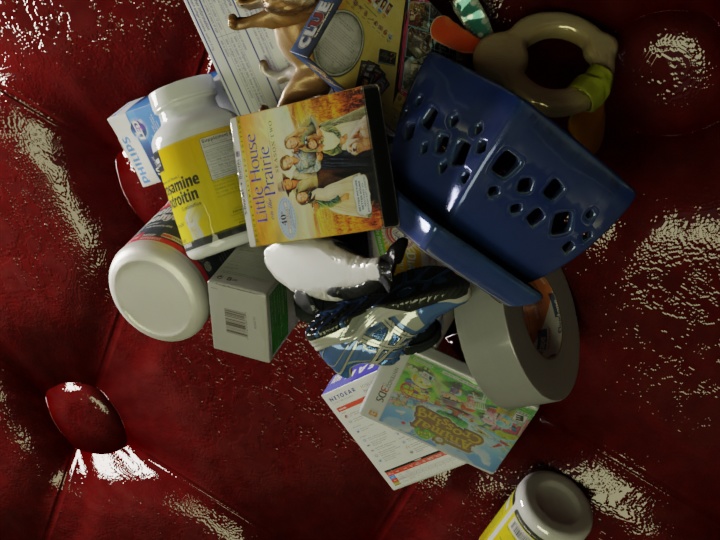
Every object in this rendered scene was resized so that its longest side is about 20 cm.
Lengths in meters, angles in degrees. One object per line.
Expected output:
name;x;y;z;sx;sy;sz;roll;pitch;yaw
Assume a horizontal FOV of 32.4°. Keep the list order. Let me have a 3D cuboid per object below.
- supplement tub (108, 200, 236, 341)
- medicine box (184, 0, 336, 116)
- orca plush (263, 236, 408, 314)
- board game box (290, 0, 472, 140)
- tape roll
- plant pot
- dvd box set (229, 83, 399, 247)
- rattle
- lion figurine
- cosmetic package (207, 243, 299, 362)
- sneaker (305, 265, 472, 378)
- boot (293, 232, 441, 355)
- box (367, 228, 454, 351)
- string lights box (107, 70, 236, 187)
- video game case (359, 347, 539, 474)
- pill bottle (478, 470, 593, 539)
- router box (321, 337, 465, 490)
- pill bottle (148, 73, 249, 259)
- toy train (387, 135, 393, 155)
supplement tub;-0.219;-0.017;1.591;0.138;0.200;0.142;12;125;17
medicine box;-0.072;-0.277;1.413;0.198;0.103;0.184;-10;116;30
orca plush;-0.016;-0.013;1.362;0.199;0.071;0.107;-15;85;44
board game box;0.029;-0.236;1.322;0.034;0.137;0.199;27;174;45
tape roll;0.185;0.058;1.450;0.065;0.201;0.202;-14;115;31
plant pot;0.133;-0.087;1.309;0.199;0.200;0.181;32;97;-34
dvd box set;-0.052;-0.107;1.311;0.198;0.029;0.149;-5;94;41
rattle;0.176;-0.214;1.355;0.197;0.143;0.132;10;81;10
lion figurine;-0.068;-0.247;1.332;0.121;0.073;0.201;-5;133;19
cosmetic package;-0.110;0.008;1.556;0.084;0.201;0.109;13;129;19
sneaker;0.039;0.057;1.393;0.198;0.076;0.078;-22;112;20
boot;0.000;0.000;1.446;0.198;0.077;0.170;16;131;24
box;0.051;-0.016;1.527;0.111;0.102;0.202;5;123;23
string lights box;-0.213;-0.184;1.569;0.198;0.059;0.104;-13;115;31
video game case;0.109;0.173;1.576;0.198;0.022;0.183;24;142;2
pill bottle;0.226;0.375;1.695;0.112;0.113;0.201;31;129;3
router box;0.075;0.193;1.687;0.199;0.049;0.180;-26;107;35
pill bottle;-0.182;-0.123;1.468;0.111;0.112;0.203;-17;92;33
toy train;-0.022;-0.146;1.523;0.197;0.034;0.046;2;134;23
